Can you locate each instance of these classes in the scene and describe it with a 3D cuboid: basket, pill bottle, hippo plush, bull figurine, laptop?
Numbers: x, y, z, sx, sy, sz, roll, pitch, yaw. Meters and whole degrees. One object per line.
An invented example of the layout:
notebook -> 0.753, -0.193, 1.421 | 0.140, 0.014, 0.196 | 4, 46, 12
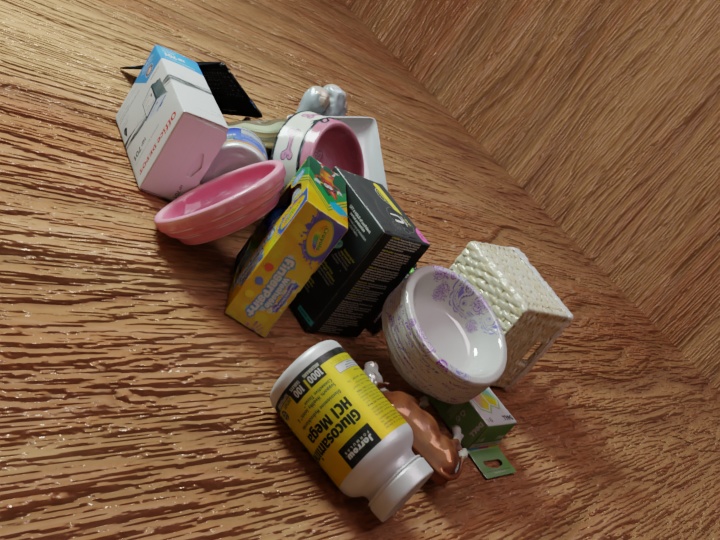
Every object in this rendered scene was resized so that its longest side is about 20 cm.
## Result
basket -> 0.241, 0.079, 1.536 | 0.159, 0.199, 0.201 | 14, 33, -45
pill bottle -> -0.205, -0.172, 1.363 | 0.111, 0.113, 0.200 | 32, 11, -18
hippo plush -> -0.063, -0.253, 1.627 | 0.198, 0.160, 0.161 | -29, 69, -39
bull figurine -> 0.071, 0.212, 1.157 | 0.201, 0.065, 0.121 | 49, 21, 23
laptop -> -0.309, -0.328, 1.532 | 0.175, 0.104, 0.201 | 17, -28, 47
pill bottle -> -0.009, 0.191, 0.993 | 0.200, 0.113, 0.112 | 47, 22, 17

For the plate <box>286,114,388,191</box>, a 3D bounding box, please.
plate -> -0.043, -0.185, 1.542 | 0.196, 0.032, 0.205 | -5, 81, -32

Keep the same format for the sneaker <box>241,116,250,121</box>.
sneaker -> -0.163, -0.211, 1.572 | 0.199, 0.082, 0.077 | 38, 21, -7

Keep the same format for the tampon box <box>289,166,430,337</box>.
tampon box -> -0.022, -0.024, 1.276 | 0.125, 0.201, 0.151 | 12, 34, -51

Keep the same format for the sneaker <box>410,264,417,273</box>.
sneaker -> 0.089, 0.015, 1.569 | 0.083, 0.077, 0.202 | 20, 29, -32

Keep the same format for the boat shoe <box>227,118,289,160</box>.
boat shoe -> -0.173, -0.227, 1.481 | 0.197, 0.078, 0.071 | 4, 7, 39

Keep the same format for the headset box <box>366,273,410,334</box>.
headset box -> 0.000, 0.000, 1.442 | 0.200, 0.078, 0.148 | 43, 21, 9

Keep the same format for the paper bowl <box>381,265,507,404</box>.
paper bowl -> 0.116, 0.104, 1.250 | 0.198, 0.104, 0.204 | 27, 41, -26

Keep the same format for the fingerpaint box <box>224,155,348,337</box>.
fingerpaint box -> -0.103, -0.038, 1.163 | 0.073, 0.201, 0.168 | 32, 23, -18

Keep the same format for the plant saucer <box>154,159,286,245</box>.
plant saucer -> -0.192, -0.092, 1.176 | 0.201, 0.196, 0.052 | -76, 144, -67

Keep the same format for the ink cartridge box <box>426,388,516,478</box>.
ink cartridge box -> 0.182, 0.227, 1.326 | 0.103, 0.060, 0.201 | 10, 36, -53

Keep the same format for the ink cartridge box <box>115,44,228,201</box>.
ink cartridge box -> -0.293, -0.226, 1.283 | 0.085, 0.147, 0.201 | 19, 29, -39

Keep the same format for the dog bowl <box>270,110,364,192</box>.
dog bowl -> -0.065, -0.166, 1.408 | 0.072, 0.206, 0.199 | 6, 1, 32
